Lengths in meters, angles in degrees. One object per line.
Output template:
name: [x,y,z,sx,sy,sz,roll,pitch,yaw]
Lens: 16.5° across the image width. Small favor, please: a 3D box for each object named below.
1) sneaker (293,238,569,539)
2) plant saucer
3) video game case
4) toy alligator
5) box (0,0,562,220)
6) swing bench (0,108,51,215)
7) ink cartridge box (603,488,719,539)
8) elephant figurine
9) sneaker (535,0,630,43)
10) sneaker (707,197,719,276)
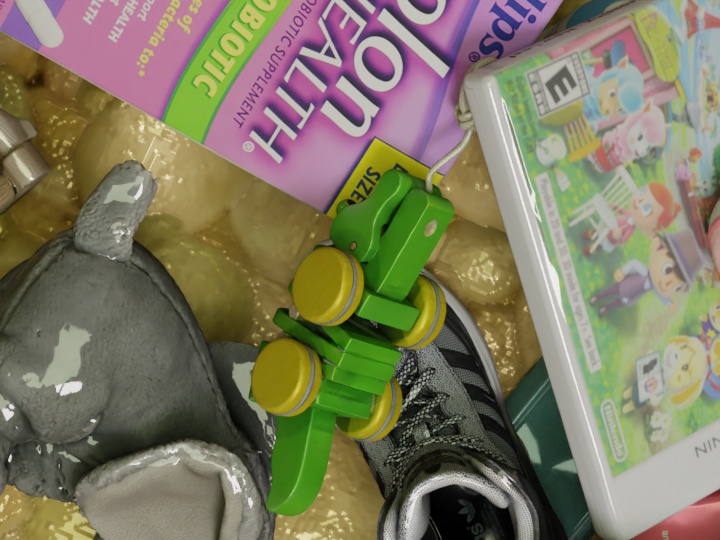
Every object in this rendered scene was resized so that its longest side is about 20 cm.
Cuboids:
sneaker: [0.029,0.070,1.033,0.075,0.114,0.200,-29,82,4]
plant saucer: [0.088,0.084,1.097,0.070,0.019,0.200,39,92,-4]
video game case: [0.144,-0.017,0.999,0.182,0.022,0.200,-26,108,-25]
toy alligator: [0.000,0.000,0.985,0.059,0.054,0.200,18,99,-43]
box: [-0.023,-0.138,0.999,0.200,0.097,0.176,29,118,-9]
swing bench: [-0.262,-0.062,1.020,0.200,0.130,0.199,-37,94,-5]
ink cartridge box: [0.211,0.148,1.066,0.200,0.083,0.147,-6,98,-4]
elephant figurine: [-0.082,0.083,1.043,0.200,0.155,0.142,39,64,-11]
sneaker: [0.151,-0.031,1.054,0.200,0.081,0.077,45,71,-6]
sneaker: [0.204,0.057,0.955,0.200,0.075,0.105,42,51,-12]
